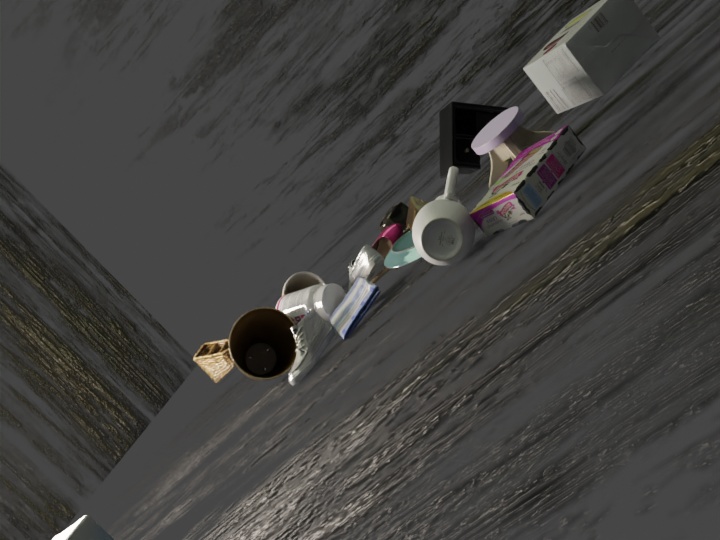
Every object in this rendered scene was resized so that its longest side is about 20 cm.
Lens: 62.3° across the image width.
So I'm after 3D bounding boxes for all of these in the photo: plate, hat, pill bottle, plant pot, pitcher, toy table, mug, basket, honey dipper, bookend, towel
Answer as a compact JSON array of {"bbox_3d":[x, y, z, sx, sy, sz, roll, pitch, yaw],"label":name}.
[{"bbox_3d":[0.136,-0.072,1.412,0.198,0.026,0.201,-30,16,9],"label":"plate"},{"bbox_3d":[0.115,-0.158,1.867,0.200,0.081,0.201,-43,8,7],"label":"hat"},{"bbox_3d":[-0.132,0.102,1.612,0.198,0.114,0.114,-19,24,44],"label":"pill bottle"},{"bbox_3d":[-0.264,0.217,1.615,0.187,0.186,0.200,-47,-4,-23],"label":"plant pot"},{"bbox_3d":[0.167,-0.108,1.163,0.200,0.119,0.175,-58,-26,-71],"label":"pitcher"},{"bbox_3d":[0.328,-0.269,1.297,0.183,0.117,0.201,-39,11,27],"label":"toy table"},{"bbox_3d":[-0.202,0.109,1.901,0.186,0.150,0.153,-40,-1,-26],"label":"mug"},{"bbox_3d":[-0.594,0.350,2.526,0.142,0.149,0.200,-42,8,8],"label":"basket"},{"bbox_3d":[0.045,0.015,1.531,0.200,0.038,0.038,-42,8,27],"label":"honey dipper"},{"bbox_3d":[0.336,-0.371,1.738,0.092,0.195,0.204,168,104,-74],"label":"bookend"},{"bbox_3d":[-0.017,0.085,1.432,0.148,0.024,0.200,-55,13,-1],"label":"towel"}]

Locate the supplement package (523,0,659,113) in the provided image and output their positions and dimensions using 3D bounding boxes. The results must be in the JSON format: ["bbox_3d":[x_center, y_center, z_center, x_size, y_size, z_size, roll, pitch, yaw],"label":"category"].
[{"bbox_3d":[0.523,-0.499,1.373,0.191,0.147,0.200,-45,10,-6],"label":"supplement package"}]

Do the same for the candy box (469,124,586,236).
[{"bbox_3d":[0.303,-0.162,1.088,0.200,0.061,0.136,-49,10,-25],"label":"candy box"}]

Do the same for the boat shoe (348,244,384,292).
[{"bbox_3d":[0.000,0.000,1.577,0.072,0.069,0.201,-34,-13,-25],"label":"boat shoe"}]

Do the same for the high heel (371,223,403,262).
[{"bbox_3d":[0.047,-0.050,1.689,0.200,0.067,0.096,-46,-3,26],"label":"high heel"}]

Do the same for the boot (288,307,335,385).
[{"bbox_3d":[-0.139,0.176,1.418,0.073,0.096,0.201,-36,12,38],"label":"boot"}]

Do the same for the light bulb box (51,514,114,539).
[{"bbox_3d":[-0.354,0.460,0.735,0.124,0.200,0.199,-37,11,34],"label":"light bulb box"}]

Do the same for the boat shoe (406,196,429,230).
[{"bbox_3d":[0.147,-0.133,1.423,0.200,0.064,0.074,-91,7,-77],"label":"boat shoe"}]
